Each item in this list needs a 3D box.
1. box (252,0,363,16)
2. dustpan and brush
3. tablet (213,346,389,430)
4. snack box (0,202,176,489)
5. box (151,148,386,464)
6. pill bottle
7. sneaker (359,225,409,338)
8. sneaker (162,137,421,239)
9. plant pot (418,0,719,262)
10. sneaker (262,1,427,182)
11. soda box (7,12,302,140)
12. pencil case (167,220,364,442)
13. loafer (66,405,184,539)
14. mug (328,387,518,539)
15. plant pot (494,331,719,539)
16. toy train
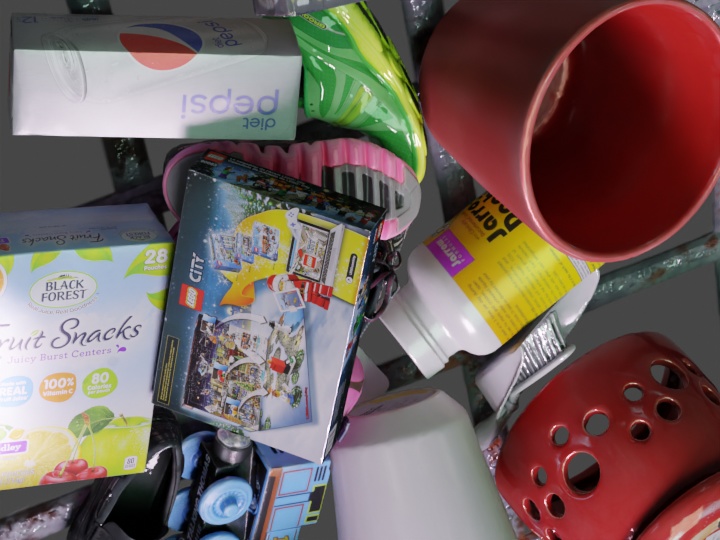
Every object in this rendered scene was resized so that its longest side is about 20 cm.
[{"bbox_3d":[0.006,-0.269,1.478,0.199,0.049,0.162,-17,107,-35],"label":"box"},{"bbox_3d":[0.130,0.091,1.812,0.140,0.057,0.200,-43,179,-45],"label":"dustpan and brush"},{"bbox_3d":[-0.073,0.079,1.741,0.130,0.014,0.200,-41,130,1],"label":"tablet"},{"bbox_3d":[-0.230,0.057,1.565,0.168,0.068,0.201,-6,121,-27],"label":"snack box"},{"bbox_3d":[-0.067,0.027,1.535,0.136,0.038,0.201,20,122,11],"label":"box"},{"bbox_3d":[0.109,-0.004,1.722,0.200,0.104,0.104,-39,129,-1],"label":"pill bottle"},{"bbox_3d":[0.000,0.000,1.637,0.081,0.074,0.200,53,45,-28],"label":"sneaker"},{"bbox_3d":[-0.055,-0.067,1.604,0.199,0.095,0.079,6,99,-19],"label":"sneaker"},{"bbox_3d":[0.148,-0.125,1.603,0.200,0.177,0.201,-13,115,-30],"label":"plant pot"},{"bbox_3d":[-0.010,-0.139,1.607,0.083,0.074,0.200,-24,127,10],"label":"sneaker"},{"bbox_3d":[-0.143,-0.134,1.507,0.199,0.064,0.069,1,120,-11],"label":"soda box"},{"bbox_3d":[-0.082,0.047,1.650,0.094,0.091,0.200,-46,120,-5],"label":"pencil case"},{"bbox_3d":[-0.186,0.200,1.722,0.068,0.070,0.201,5,117,-29],"label":"loafer"},{"bbox_3d":[0.037,0.177,1.753,0.149,0.186,0.154,-16,97,-14],"label":"mug"},{"bbox_3d":[0.240,0.182,1.830,0.200,0.183,0.201,-25,144,-20],"label":"plant pot"},{"bbox_3d":[-0.097,0.205,1.756,0.114,0.087,0.201,-4,126,-27],"label":"toy train"}]
